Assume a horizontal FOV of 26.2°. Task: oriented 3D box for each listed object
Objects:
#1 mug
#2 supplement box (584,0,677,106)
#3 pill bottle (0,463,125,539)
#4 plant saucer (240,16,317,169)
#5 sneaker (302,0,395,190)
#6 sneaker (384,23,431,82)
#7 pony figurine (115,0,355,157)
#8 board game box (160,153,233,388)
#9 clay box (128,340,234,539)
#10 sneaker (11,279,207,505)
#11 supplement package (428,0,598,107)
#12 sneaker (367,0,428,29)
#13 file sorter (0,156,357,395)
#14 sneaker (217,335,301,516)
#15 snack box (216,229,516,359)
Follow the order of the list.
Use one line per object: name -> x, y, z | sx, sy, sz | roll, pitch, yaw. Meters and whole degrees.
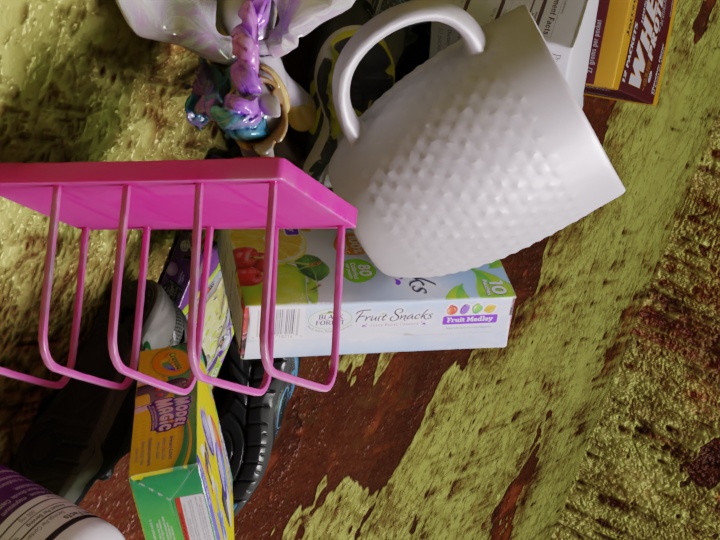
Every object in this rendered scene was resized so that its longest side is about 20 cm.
mug -> 0.060, -0.095, 1.060 | 0.200, 0.174, 0.148 | 55, 12, -32
supplement box -> 0.178, -0.242, 1.448 | 0.200, 0.196, 0.134 | -3, 104, -68
pill bottle -> -0.217, 0.181, 0.930 | 0.113, 0.199, 0.113 | -51, 155, -35
plant saucer -> -0.039, -0.167, 1.212 | 0.200, 0.032, 0.201 | -50, 148, -47
sneaker -> -0.005, -0.126, 1.179 | 0.201, 0.074, 0.085 | 100, -11, -51
sneaker -> 0.032, -0.184, 1.320 | 0.074, 0.088, 0.201 | 19, 90, -39
pony figurine -> -0.070, -0.162, 1.001 | 0.200, 0.165, 0.195 | -92, 173, -79
board game box -> -0.121, 0.010, 1.240 | 0.120, 0.032, 0.201 | 11, 102, -66
clay box -> -0.114, 0.130, 1.012 | 0.200, 0.047, 0.116 | -101, 180, -67
sneaker -> -0.174, 0.118, 1.122 | 0.114, 0.076, 0.200 | 50, 58, -43
supplement package -> 0.124, -0.164, 1.243 | 0.201, 0.110, 0.156 | 90, 17, -50
sneaker -> 0.029, -0.281, 1.171 | 0.078, 0.086, 0.202 | -43, 132, -60
file sorter -> -0.120, 0.009, 0.945 | 0.139, 0.198, 0.127 | 31, 61, -69
sneaker -> -0.095, 0.134, 1.375 | 0.201, 0.073, 0.082 | -67, 162, 4
snack box -> 0.000, 0.000, 1.149 | 0.143, 0.198, 0.053 | -107, -160, -51
